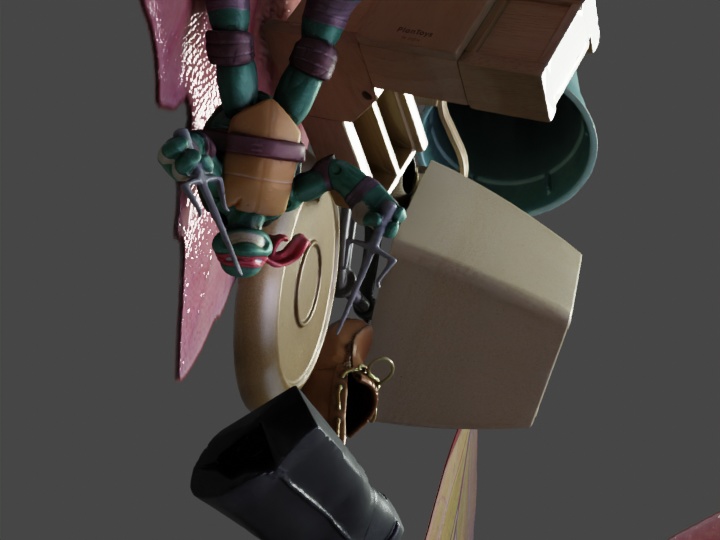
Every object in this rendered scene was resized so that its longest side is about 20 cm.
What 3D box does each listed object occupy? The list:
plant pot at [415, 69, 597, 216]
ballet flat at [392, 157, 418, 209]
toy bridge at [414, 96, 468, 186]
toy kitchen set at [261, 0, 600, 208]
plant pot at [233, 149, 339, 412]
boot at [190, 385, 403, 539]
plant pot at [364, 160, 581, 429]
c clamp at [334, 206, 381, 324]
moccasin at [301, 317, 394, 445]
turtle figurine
[{"bbox_3d":[0.169,-0.199,1.435,0.197,0.198,0.201,-80,171,-47],"label":"plant pot"},{"bbox_3d":[0.036,-0.110,1.166,0.200,0.046,0.068,69,16,-64],"label":"ballet flat"},{"bbox_3d":[0.081,-0.099,1.345,0.027,0.067,0.202,-56,151,-63],"label":"toy bridge"},{"bbox_3d":[0.077,-0.143,0.857,0.164,0.199,0.181,-58,147,-27],"label":"toy kitchen set"},{"bbox_3d":[-0.048,0.008,0.926,0.200,0.027,0.202,9,90,-78],"label":"plant pot"},{"bbox_3d":[-0.061,0.185,0.862,0.165,0.066,0.200,-47,148,-10],"label":"boot"},{"bbox_3d":[0.111,0.040,1.223,0.200,0.176,0.201,-64,169,-59],"label":"plant pot"},{"bbox_3d":[0.000,0.000,1.136,0.200,0.027,0.172,62,38,-70],"label":"c clamp"},{"bbox_3d":[-0.015,0.102,1.011,0.202,0.077,0.074,-62,158,-65],"label":"moccasin"},{"bbox_3d":[-0.054,-0.067,0.702,0.149,0.100,0.202,1,97,-37],"label":"turtle figurine"}]
